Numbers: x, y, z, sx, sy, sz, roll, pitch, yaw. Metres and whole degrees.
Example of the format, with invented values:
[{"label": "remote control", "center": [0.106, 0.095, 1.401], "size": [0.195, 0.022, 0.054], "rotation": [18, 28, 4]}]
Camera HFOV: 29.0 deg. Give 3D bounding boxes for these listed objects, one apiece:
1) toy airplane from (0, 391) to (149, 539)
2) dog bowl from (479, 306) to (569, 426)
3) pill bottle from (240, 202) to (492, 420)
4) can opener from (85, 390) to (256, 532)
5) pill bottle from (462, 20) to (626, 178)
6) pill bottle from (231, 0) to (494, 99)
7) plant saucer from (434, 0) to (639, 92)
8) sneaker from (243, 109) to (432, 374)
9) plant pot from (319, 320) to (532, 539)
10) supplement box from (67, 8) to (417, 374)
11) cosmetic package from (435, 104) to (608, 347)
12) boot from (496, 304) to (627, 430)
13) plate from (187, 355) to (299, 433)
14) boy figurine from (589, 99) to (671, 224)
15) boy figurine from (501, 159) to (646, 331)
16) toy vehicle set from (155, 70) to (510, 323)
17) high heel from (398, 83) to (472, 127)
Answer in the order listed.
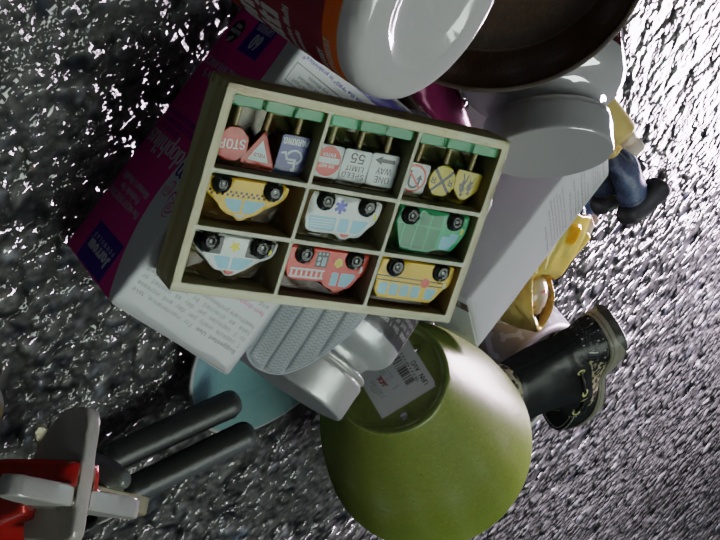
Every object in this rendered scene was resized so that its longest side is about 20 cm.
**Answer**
[{"label": "toy airplane", "center": [-0.229, 0.121, 0.841], "size": [0.198, 0.142, 0.200], "rotation": [-6, 151, -11]}, {"label": "dog bowl", "center": [0.149, 0.114, 1.453], "size": [0.200, 0.059, 0.201], "rotation": [-35, 146, -27]}, {"label": "pill bottle", "center": [0.000, 0.000, 1.010], "size": [0.200, 0.113, 0.113], "rotation": [-57, 152, -12]}, {"label": "can opener", "center": [-0.176, 0.151, 1.032], "size": [0.199, 0.054, 0.067], "rotation": [-23, 174, -27]}, {"label": "pill bottle", "center": [0.120, -0.171, 0.942], "size": [0.113, 0.112, 0.201], "rotation": [34, 50, -61]}, {"label": "pill bottle", "center": [-0.031, -0.182, 0.724], "size": [0.109, 0.200, 0.110], "rotation": [-35, 147, -27]}, {"label": "plant saucer", "center": [0.077, -0.207, 0.835], "size": [0.035, 0.199, 0.201], "rotation": [-70, 180, -61]}, {"label": "sneaker", "center": [-0.015, -0.021, 0.929], "size": [0.073, 0.071, 0.200], "rotation": [36, 92, -27]}, {"label": "plant pot", "center": [0.041, 0.116, 1.148], "size": [0.187, 0.187, 0.200], "rotation": [-47, 156, -9]}, {"label": "supplement box", "center": [-0.076, -0.054, 0.874], "size": [0.103, 0.101, 0.200], "rotation": [34, 92, -35]}, {"label": "cosmetic package", "center": [0.103, -0.052, 1.126], "size": [0.200, 0.113, 0.081], "rotation": [-50, 152, -17]}, {"label": "boot", "center": [0.168, 0.121, 1.367], "size": [0.153, 0.074, 0.204], "rotation": [-25, 155, -20]}, {"label": "plate", "center": [-0.064, 0.043, 1.106], "size": [0.200, 0.026, 0.201], "rotation": [-36, 147, -28]}, {"label": "boy figurine", "center": [0.190, -0.135, 1.190], "size": [0.064, 0.124, 0.200], "rotation": [-38, 118, -13]}, {"label": "boy figurine", "center": [0.188, -0.034, 1.326], "size": [0.201, 0.064, 0.124], "rotation": [-60, 153, 9]}, {"label": "toy vehicle set", "center": [-0.013, -0.039, 0.837], "size": [0.199, 0.027, 0.125], "rotation": [7, 108, -32]}, {"label": "high heel", "center": [0.045, -0.168, 0.927], "size": [0.096, 0.067, 0.200], "rotation": [-42, 127, -1]}]
